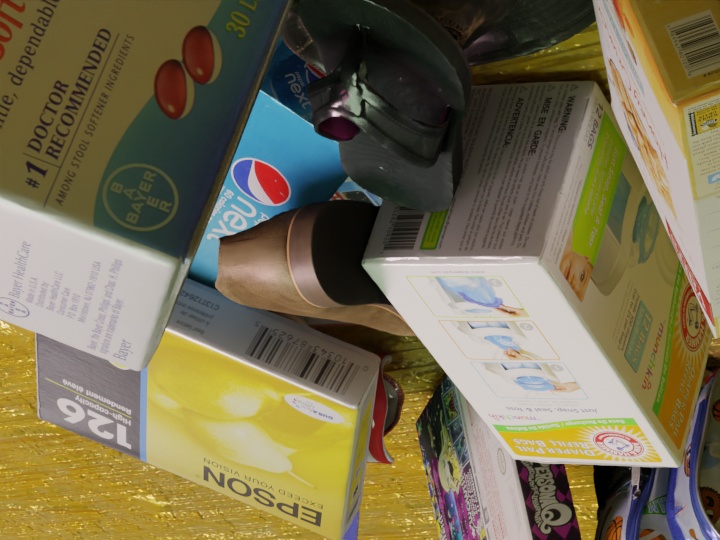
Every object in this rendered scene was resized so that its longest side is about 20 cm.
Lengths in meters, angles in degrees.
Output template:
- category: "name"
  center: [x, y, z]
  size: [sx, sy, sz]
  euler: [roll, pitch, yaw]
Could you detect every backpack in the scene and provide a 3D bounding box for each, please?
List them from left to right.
- category: "backpack"
  center: [0.220, 0.159, 1.371]
  size: [0.200, 0.191, 0.154]
  euler: [21, 151, 0]

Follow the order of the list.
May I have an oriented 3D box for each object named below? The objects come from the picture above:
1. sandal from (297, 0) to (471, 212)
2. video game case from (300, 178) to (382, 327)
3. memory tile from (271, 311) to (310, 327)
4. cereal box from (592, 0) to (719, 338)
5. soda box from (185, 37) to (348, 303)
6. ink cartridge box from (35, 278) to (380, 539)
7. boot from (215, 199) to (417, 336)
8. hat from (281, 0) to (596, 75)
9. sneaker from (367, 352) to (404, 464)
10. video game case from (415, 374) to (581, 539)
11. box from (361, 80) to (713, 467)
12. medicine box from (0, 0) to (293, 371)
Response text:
- category: "sandal"
  center: [0.012, -0.066, 1.101]
  size: [0.075, 0.048, 0.201]
  euler: [17, 159, 16]
- category: "video game case"
  center: [-0.014, -0.014, 1.400]
  size: [0.200, 0.017, 0.143]
  euler: [-3, 143, 37]
- category: "memory tile"
  center: [-0.134, 0.014, 1.502]
  size: [0.153, 0.017, 0.200]
  euler: [39, 152, -30]
- category: "cereal box"
  center: [0.136, -0.078, 1.063]
  size: [0.039, 0.144, 0.200]
  euler: [-20, 148, 1]
- category: "soda box"
  center: [-0.052, -0.051, 1.289]
  size: [0.068, 0.064, 0.200]
  euler: [33, 145, -6]
- category: "ink cartridge box"
  center: [-0.090, 0.082, 1.390]
  size: [0.197, 0.047, 0.200]
  euler: [21, 142, 11]
- category: "boot"
  center: [0.000, 0.000, 1.270]
  size: [0.075, 0.074, 0.200]
  euler: [-7, 168, 32]
- category: "hat"
  center: [0.016, -0.129, 1.121]
  size: [0.200, 0.081, 0.201]
  euler: [15, 150, 9]
- category: "sneaker"
  center: [-0.038, 0.090, 1.537]
  size: [0.112, 0.071, 0.200]
  euler: [-1, 176, -12]
- category: "video game case"
  center: [0.084, 0.152, 1.433]
  size: [0.036, 0.200, 0.181]
  euler: [-7, 160, -15]
- category: "box"
  center: [0.099, 0.006, 1.265]
  size: [0.101, 0.113, 0.200]
  euler: [0, 146, 31]
- category: "medicine box"
  center: [-0.144, -0.087, 1.011]
  size: [0.200, 0.182, 0.103]
  euler: [21, 150, -3]
